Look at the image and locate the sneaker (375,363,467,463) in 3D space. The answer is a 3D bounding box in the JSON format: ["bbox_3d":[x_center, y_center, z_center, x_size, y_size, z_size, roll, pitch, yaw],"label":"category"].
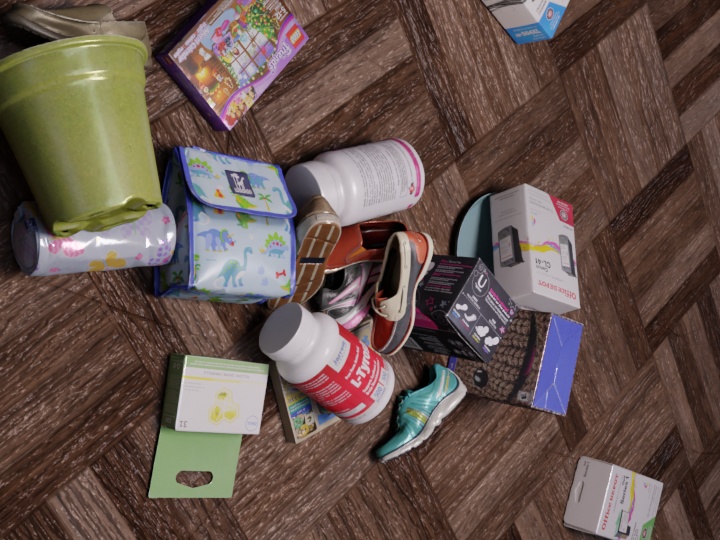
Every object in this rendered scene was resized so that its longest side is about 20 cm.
[{"bbox_3d":[0.089,0.240,1.618,0.080,0.078,0.200,45,67,0],"label":"sneaker"}]

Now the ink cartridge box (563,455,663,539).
[{"bbox_3d":[0.518,0.476,1.984,0.200,0.084,0.145,25,77,-39],"label":"ink cartridge box"}]

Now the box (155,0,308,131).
[{"bbox_3d":[-0.174,-0.312,1.354,0.137,0.039,0.200,51,62,-32],"label":"box"}]

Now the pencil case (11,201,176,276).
[{"bbox_3d":[-0.331,-0.043,1.213,0.199,0.083,0.091,-4,59,-40],"label":"pencil case"}]

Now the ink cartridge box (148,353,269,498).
[{"bbox_3d":[-0.211,0.222,1.361,0.145,0.048,0.201,12,83,-41],"label":"ink cartridge box"}]

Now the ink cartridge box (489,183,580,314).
[{"bbox_3d":[0.304,-0.032,1.690,0.147,0.085,0.201,17,63,-42],"label":"ink cartridge box"}]

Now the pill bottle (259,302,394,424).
[{"bbox_3d":[-0.050,0.133,1.416,0.200,0.112,0.113,40,68,-35],"label":"pill bottle"}]

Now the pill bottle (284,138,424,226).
[{"bbox_3d":[-0.010,-0.130,1.462,0.199,0.113,0.114,-18,105,-39],"label":"pill bottle"}]

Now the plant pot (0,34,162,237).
[{"bbox_3d":[-0.316,-0.143,1.113,0.200,0.200,0.185,-16,88,-39],"label":"plant pot"}]

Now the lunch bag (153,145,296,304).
[{"bbox_3d":[-0.181,-0.061,1.321,0.170,0.127,0.201,7,76,-38],"label":"lunch bag"}]

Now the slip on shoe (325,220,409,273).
[{"bbox_3d":[-0.017,-0.042,1.459,0.199,0.061,0.074,-6,60,-13],"label":"slip on shoe"}]

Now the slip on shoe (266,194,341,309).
[{"bbox_3d":[-0.087,-0.023,1.390,0.076,0.200,0.061,1,48,-26],"label":"slip on shoe"}]

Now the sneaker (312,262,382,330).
[{"bbox_3d":[0.000,0.000,1.508,0.086,0.080,0.200,48,57,-20],"label":"sneaker"}]

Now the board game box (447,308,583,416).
[{"bbox_3d":[0.259,0.148,1.658,0.097,0.200,0.160,19,80,-41],"label":"board game box"}]

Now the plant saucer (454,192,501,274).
[{"bbox_3d":[0.233,-0.039,1.736,0.200,0.027,0.201,-3,95,-41],"label":"plant saucer"}]

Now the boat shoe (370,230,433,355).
[{"bbox_3d":[0.049,0.034,1.443,0.062,0.071,0.201,0,115,-43],"label":"boat shoe"}]

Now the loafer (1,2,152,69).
[{"bbox_3d":[-0.344,-0.296,1.192,0.200,0.076,0.068,7,88,-51],"label":"loafer"}]

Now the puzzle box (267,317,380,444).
[{"bbox_3d":[-0.046,0.167,1.512,0.200,0.025,0.134,-25,108,-37],"label":"puzzle box"}]

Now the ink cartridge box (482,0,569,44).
[{"bbox_3d":[0.278,-0.520,1.698,0.200,0.084,0.146,40,69,-36],"label":"ink cartridge box"}]

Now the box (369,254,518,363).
[{"bbox_3d":[0.124,0.054,1.534,0.132,0.200,0.115,47,65,-33],"label":"box"}]
